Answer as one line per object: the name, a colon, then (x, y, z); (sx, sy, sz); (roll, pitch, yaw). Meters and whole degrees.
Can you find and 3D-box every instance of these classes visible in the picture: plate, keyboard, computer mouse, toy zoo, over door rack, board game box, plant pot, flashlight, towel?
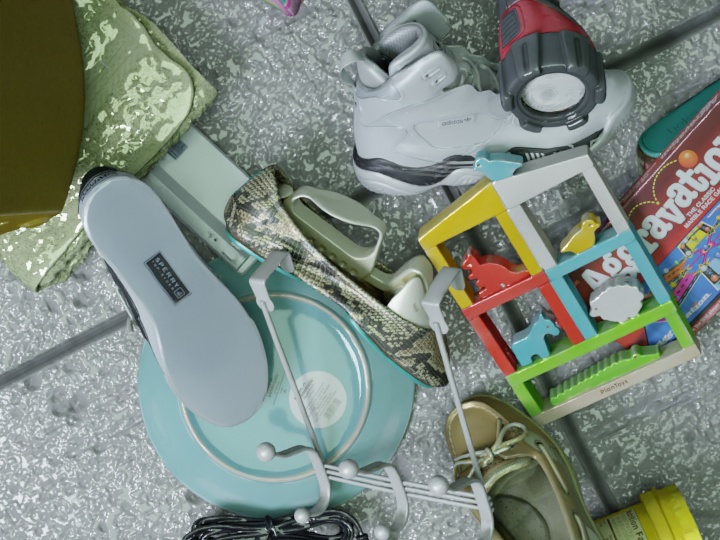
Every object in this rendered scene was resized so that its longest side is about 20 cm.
plate: (-0.060, 0.082, 1.166); (0.200, 0.026, 0.200); (0, 95, 0)
keyboard: (-0.138, -0.083, 1.153); (0.200, 0.011, 0.056); (42, 89, 0)
computer mouse: (-0.046, 0.264, 1.178); (0.140, 0.046, 0.200); (-10, 91, -2)
toy zoo: (0.129, 0.002, 1.118); (0.131, 0.020, 0.200); (-27, 110, 19)
over door rack: (0.002, 0.092, 1.069); (0.148, 0.067, 0.200); (7, 119, 32)
board game box: (0.226, -0.028, 1.113); (0.103, 0.019, 0.200); (34, 118, -9)
plant pot: (-0.287, -0.109, 1.033); (0.195, 0.194, 0.200); (-17, 88, 16)
flashlight: (0.118, -0.184, 1.068); (0.068, 0.068, 0.200); (-6, 52, 8)
towel: (-0.210, -0.099, 1.132); (0.148, 0.036, 0.200); (42, 101, 2)

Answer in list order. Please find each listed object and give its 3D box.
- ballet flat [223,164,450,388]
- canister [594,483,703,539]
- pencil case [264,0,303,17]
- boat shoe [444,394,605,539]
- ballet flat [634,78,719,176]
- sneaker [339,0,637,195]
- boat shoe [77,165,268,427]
ballet flat: (0.000, 0.000, 1.119); (0.200, 0.068, 0.075); (38, 116, -8)
canister: (0.156, 0.255, 1.153); (0.200, 0.087, 0.149); (-22, 95, 4)
pencil case: (-0.017, -0.269, 1.102); (0.087, 0.087, 0.200); (40, 95, -4)
boat shoe: (0.111, 0.158, 1.105); (0.073, 0.063, 0.201); (-37, 54, 12)
ballet flat: (0.281, -0.113, 1.133); (0.200, 0.076, 0.064); (-31, 126, 7)
sneaker: (0.083, -0.122, 1.097); (0.200, 0.075, 0.115); (-13, 134, 5)
boat shoe: (-0.131, 0.017, 1.118); (0.074, 0.068, 0.199); (-38, 112, -6)
